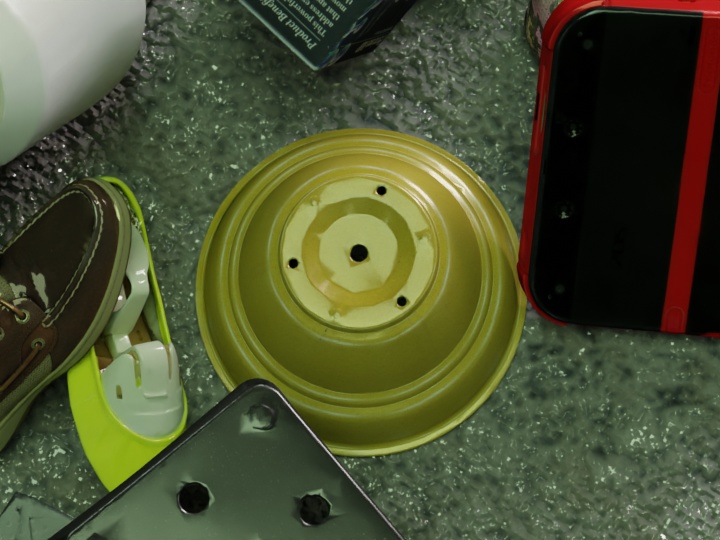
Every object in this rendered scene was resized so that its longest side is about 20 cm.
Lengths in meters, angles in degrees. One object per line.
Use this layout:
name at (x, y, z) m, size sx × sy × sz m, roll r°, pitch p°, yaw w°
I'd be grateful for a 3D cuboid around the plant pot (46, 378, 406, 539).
plant pot at (-0.064, 0.171, 1.109) m, size 0.200 × 0.178 × 0.200 m, roll -38°, pitch 78°, yaw -17°

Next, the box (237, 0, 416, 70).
box at (0.015, -0.227, 1.231) m, size 0.107 × 0.148 × 0.200 m, roll 43°, pitch 107°, yaw 3°

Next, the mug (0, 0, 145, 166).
mug at (-0.227, -0.133, 1.184) m, size 0.185 × 0.153 × 0.150 m, roll 19°, pitch 118°, yaw 2°

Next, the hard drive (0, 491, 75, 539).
hard drive at (-0.143, 0.229, 1.203) m, size 0.199 × 0.042 × 0.135 m, roll 32°, pitch 77°, yaw 8°

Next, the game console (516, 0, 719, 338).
game console at (0.184, -0.058, 1.232) m, size 0.175 × 0.031 × 0.202 m, roll 4°, pitch 112°, yaw -2°

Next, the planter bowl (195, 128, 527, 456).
planter bowl at (0.000, 0.000, 1.244) m, size 0.198 × 0.084 × 0.202 m, roll 0°, pitch 74°, yaw 0°

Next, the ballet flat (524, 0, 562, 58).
ballet flat at (0.170, -0.102, 1.276) m, size 0.069 × 0.071 × 0.200 m, roll -37°, pitch 77°, yaw -9°

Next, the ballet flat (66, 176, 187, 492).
ballet flat at (-0.136, 0.038, 1.238) m, size 0.066 × 0.067 × 0.202 m, roll -3°, pitch 70°, yaw -34°

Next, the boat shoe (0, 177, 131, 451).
boat shoe at (-0.203, 0.032, 1.208) m, size 0.072 × 0.072 × 0.200 m, roll 46°, pitch 106°, yaw 28°

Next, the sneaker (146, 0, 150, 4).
sneaker at (-0.160, -0.195, 1.307) m, size 0.082 × 0.074 × 0.201 m, roll 36°, pitch 78°, yaw 5°
